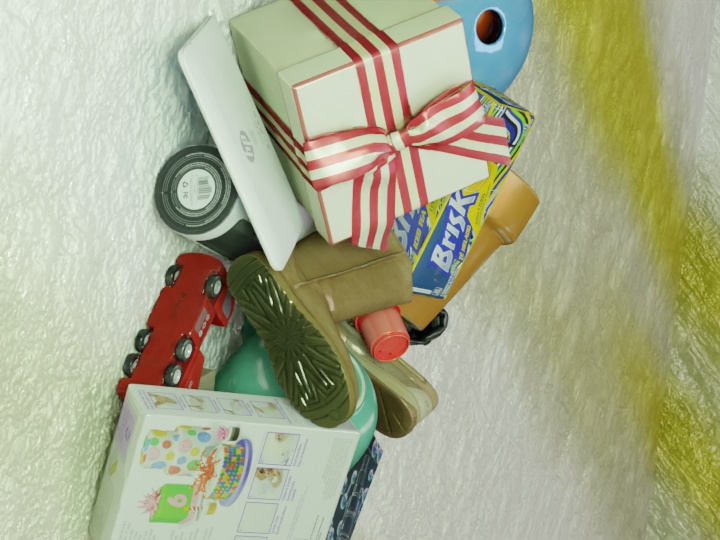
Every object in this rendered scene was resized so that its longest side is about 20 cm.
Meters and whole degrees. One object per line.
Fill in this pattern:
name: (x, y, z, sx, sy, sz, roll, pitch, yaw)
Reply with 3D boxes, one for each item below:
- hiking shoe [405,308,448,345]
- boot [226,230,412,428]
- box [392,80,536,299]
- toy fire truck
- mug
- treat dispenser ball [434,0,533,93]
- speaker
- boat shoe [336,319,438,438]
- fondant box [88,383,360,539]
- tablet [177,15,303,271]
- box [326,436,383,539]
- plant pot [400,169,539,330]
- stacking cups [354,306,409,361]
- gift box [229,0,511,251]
hiking shoe: (0.056, 0.061, 1.955, 0.200, 0.100, 0.076, 1, 102, -69)
boot: (-0.009, 0.036, 1.508, 0.200, 0.066, 0.176, -18, 76, -55)
box: (0.083, -0.077, 1.612, 0.064, 0.070, 0.201, 10, 112, -43)
toy fire truck: (-0.158, 0.101, 1.505, 0.141, 0.048, 0.201, 68, 38, -56)
mug: (-0.070, 0.114, 1.578, 0.152, 0.185, 0.114, -26, 162, -48)
treat dispenser ball: (0.070, -0.246, 1.678, 0.201, 0.200, 0.202, 13, 90, -69)
speaker: (-0.106, -0.048, 1.512, 0.200, 0.081, 0.082, 34, 70, -68)
boat shoe: (-0.013, 0.083, 1.670, 0.064, 0.200, 0.071, -34, 160, -47)
fondant box: (-0.115, 0.179, 1.450, 0.199, 0.058, 0.145, 7, 113, -28)
tablet: (-0.097, -0.109, 1.434, 0.130, 0.014, 0.201, -72, 140, -67)
box: (-0.071, 0.228, 1.718, 0.149, 0.106, 0.201, 64, 43, -58)
plant pot: (0.060, -0.045, 1.809, 0.184, 0.199, 0.200, -59, 157, -5)
stacking cups: (0.000, 0.000, 1.668, 0.061, 0.060, 0.201, 77, -11, -48)
gift box: (0.012, -0.138, 1.499, 0.184, 0.187, 0.201, -27, 126, -10)
